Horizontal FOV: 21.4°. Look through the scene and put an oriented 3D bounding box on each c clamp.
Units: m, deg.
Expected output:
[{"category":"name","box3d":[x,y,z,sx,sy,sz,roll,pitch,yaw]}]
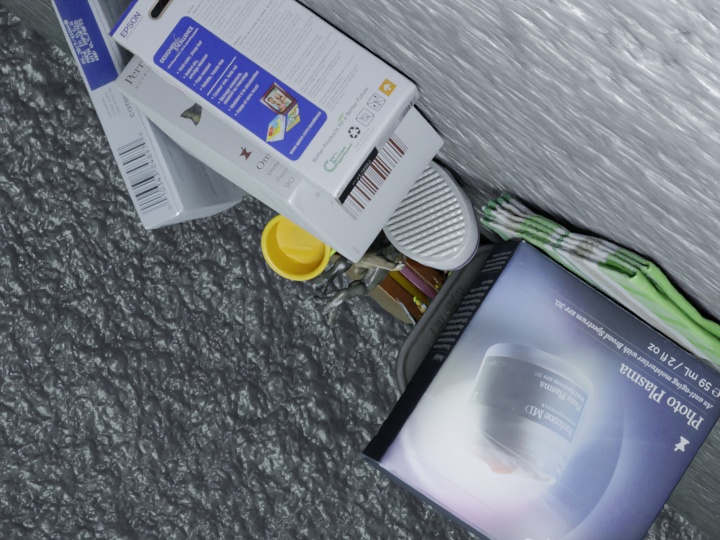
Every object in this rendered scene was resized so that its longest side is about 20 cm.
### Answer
[{"category":"c clamp","box3d":[0.127,0.068,1.530,0.171,0.200,0.027,44,153,-4]}]

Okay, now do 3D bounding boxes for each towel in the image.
[{"category":"towel","box3d":[0.190,0.008,1.395,0.149,0.031,0.200,36,175,-33]}]

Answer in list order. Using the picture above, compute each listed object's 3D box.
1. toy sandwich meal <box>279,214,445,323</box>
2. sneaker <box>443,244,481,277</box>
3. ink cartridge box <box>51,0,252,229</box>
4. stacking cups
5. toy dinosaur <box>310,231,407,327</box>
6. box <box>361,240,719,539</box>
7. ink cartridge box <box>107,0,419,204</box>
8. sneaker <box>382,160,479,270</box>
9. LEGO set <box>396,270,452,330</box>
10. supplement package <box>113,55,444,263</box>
[{"category":"toy sandwich meal","box3d":[-0.005,-0.023,1.811,0.205,0.070,0.205,31,173,4]},{"category":"sneaker","box3d":[0.142,0.028,1.865,0.115,0.076,0.201,45,176,45]},{"category":"ink cartridge box","box3d":[-0.163,-0.137,1.552,0.200,0.040,0.200,68,-164,1]},{"category":"stacking cups","box3d":[-0.029,-0.052,1.641,0.060,0.061,0.200,36,-155,0]},{"category":"toy dinosaur","box3d":[0.000,0.000,1.579,0.048,0.088,0.200,56,-173,-4]},{"category":"box","box3d":[0.139,0.115,1.433,0.200,0.199,0.123,33,176,-4]},{"category":"ink cartridge box","box3d":[-0.066,-0.140,1.303,0.200,0.095,0.037,36,177,9]},{"category":"sneaker","box3d":[0.062,-0.048,1.578,0.114,0.073,0.201,35,-171,-40]},{"category":"LEGO set","box3d":[0.098,0.089,1.613,0.200,0.116,0.154,56,177,-7]},{"category":"supplement package","box3d":[-0.061,-0.116,1.407,0.200,0.117,0.117,33,176,34]}]
